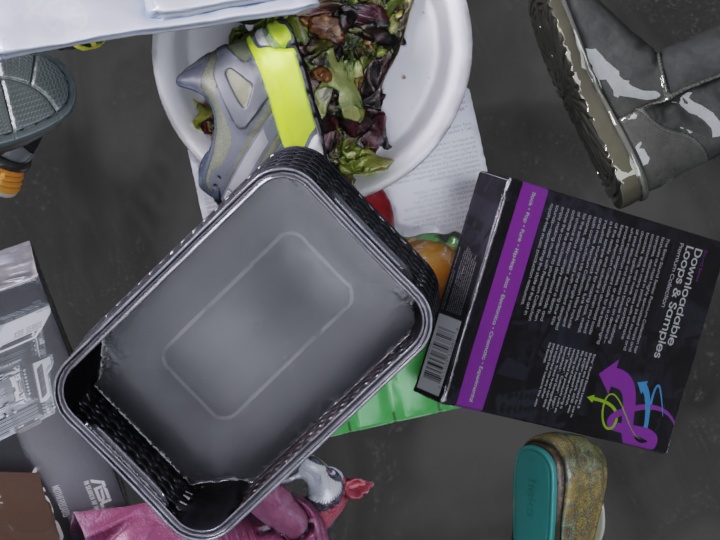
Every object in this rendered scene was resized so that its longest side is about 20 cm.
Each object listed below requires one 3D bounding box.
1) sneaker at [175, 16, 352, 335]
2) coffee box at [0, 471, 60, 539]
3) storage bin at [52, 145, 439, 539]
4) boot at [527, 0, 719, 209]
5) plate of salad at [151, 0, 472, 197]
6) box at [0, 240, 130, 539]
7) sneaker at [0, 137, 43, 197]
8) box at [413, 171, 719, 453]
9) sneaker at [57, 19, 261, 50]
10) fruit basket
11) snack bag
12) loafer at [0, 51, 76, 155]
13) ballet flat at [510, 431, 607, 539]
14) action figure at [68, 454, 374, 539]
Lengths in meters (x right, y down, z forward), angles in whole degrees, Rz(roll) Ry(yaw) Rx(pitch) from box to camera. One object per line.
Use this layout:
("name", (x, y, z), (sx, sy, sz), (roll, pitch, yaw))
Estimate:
("sneaker", (-0.054, -0.047, 1.665), (0.081, 0.074, 0.201), (-14, 97, 3))
("coffee box", (-0.261, 0.221, 1.701), (0.114, 0.080, 0.200), (4, 127, -23))
("storage bin", (-0.064, 0.040, 1.600), (0.200, 0.094, 0.135), (-44, 94, 9))
("boot", (0.221, -0.144, 1.747), (0.199, 0.073, 0.182), (-23, 88, -7))
("plate of salad", (-0.031, -0.140, 1.708), (0.199, 0.048, 0.201), (0, 85, 2))
("box", (-0.244, 0.098, 1.715), (0.157, 0.050, 0.201), (-19, 122, -3))
("sneaker", (-0.275, -0.127, 1.691), (0.200, 0.078, 0.077), (35, 94, -22))
("box", (0.135, 0.029, 1.736), (0.200, 0.036, 0.144), (15, 93, -37))
("sneaker", (-0.151, -0.172, 1.696), (0.199, 0.074, 0.085), (14, 110, 9))
("fruit basket", (0.000, 0.000, 1.751), (0.185, 0.094, 0.201), (-13, 86, -5))
("snack bag", (-0.139, -0.211, 1.646), (0.199, 0.189, 0.021), (-10, 143, -10))
("loafer", (-0.269, -0.089, 1.640), (0.199, 0.063, 0.072), (-11, 75, -20))
("ballet flat", (0.125, 0.202, 1.807), (0.070, 0.071, 0.201), (6, 101, -8))
("action figure", (-0.082, 0.173, 1.699), (0.199, 0.134, 0.149), (-20, 62, -5))
